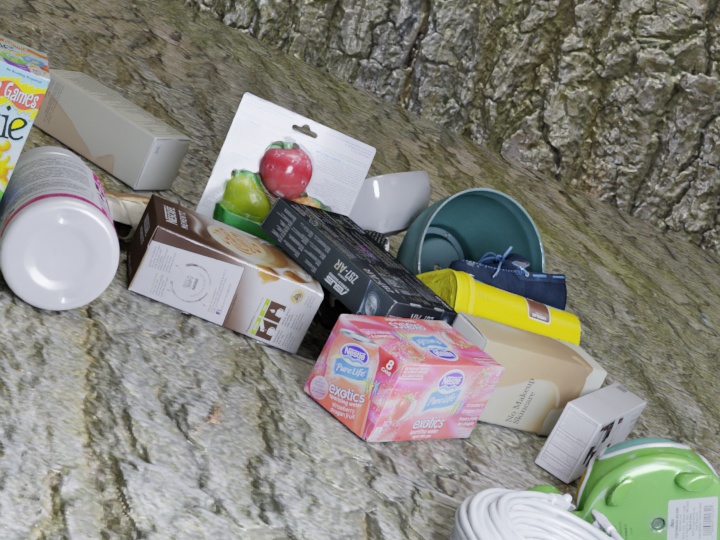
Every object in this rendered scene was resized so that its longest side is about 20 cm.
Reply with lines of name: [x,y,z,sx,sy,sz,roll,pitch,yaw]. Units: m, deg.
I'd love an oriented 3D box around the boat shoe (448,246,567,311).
boat shoe: [0.187,0.009,1.900,0.084,0.069,0.199,4,-11,45]

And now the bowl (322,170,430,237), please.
bowl: [-0.006,-0.073,2.002,0.199,0.199,0.075,-13,85,-65]

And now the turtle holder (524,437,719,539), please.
turtle holder: [0.270,0.241,1.472,0.141,0.185,0.132,56,7,-18]

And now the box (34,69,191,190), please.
box: [-0.335,-0.188,1.964,0.199,0.078,0.095,33,16,21]

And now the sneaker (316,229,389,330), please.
sneaker: [-0.005,0.027,1.821,0.073,0.080,0.200,10,30,12]

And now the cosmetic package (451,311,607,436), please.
cosmetic package: [0.183,0.127,1.736,0.199,0.106,0.071,14,19,-35]

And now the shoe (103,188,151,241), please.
shoe: [-0.288,-0.060,1.673,0.199,0.070,0.054,22,57,-33]

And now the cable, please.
cable: [0.167,0.266,1.295,0.199,0.070,0.200,17,18,-30]

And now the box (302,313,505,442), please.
box: [0.049,0.114,1.558,0.102,0.095,0.199,37,18,33]

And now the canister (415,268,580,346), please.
canister: [0.155,0.070,1.832,0.199,0.087,0.148,18,-17,-29]

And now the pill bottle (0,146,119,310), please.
pill bottle: [-0.305,-0.049,1.465,0.113,0.114,0.200,20,16,-23]

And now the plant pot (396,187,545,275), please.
plant pot: [0.128,-0.006,1.979,0.199,0.202,0.134,19,-10,-28]

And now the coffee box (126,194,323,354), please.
coffee box: [-0.151,0.004,1.619,0.199,0.080,0.114,22,15,-18]

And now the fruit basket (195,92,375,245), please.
fruit basket: [-0.100,-0.093,1.812,0.184,0.201,0.094,21,1,-19]

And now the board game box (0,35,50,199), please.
board game box: [-0.384,-0.125,1.415,0.104,0.201,0.103,20,15,-21]

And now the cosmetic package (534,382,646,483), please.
cosmetic package: [0.273,0.189,1.724,0.051,0.083,0.200,34,17,20]

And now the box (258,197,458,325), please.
box: [0.000,0.000,1.683,0.200,0.044,0.160,42,14,26]
